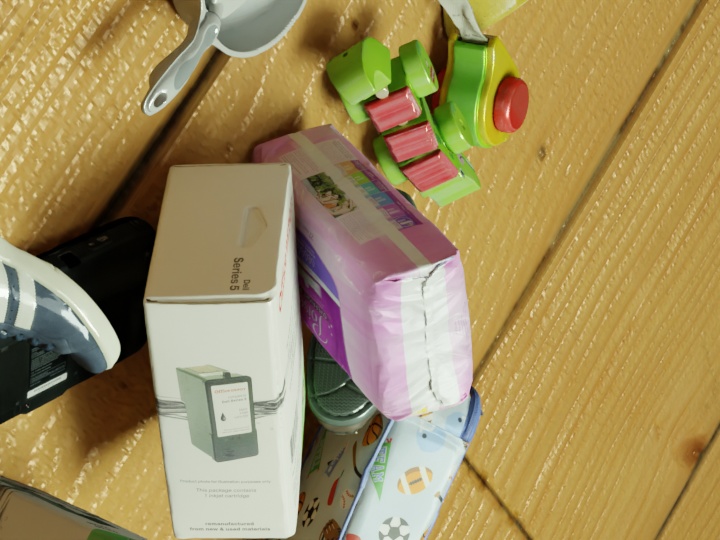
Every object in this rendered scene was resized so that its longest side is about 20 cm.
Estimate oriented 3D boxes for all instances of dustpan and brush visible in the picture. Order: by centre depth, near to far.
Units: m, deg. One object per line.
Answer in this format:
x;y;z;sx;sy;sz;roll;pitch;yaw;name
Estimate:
-0.088;-0.170;1.349;0.200;0.057;0.140;-49;142;-26;dustpan and brush

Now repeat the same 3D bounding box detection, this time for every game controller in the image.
-0.200;0.038;1.341;0.199;0.042;0.105;-27;144;-44;game controller

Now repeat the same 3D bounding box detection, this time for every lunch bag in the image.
0.009;0.145;1.590;0.075;0.160;0.201;29;87;-19;lunch bag

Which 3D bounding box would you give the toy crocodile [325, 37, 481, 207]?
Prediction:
0.034;-0.102;1.537;0.067;0.062;0.200;-21;143;12;toy crocodile

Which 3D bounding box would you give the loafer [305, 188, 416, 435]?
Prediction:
0.009;0.036;1.557;0.063;0.071;0.201;82;18;-56;loafer

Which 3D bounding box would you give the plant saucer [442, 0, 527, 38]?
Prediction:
0.134;-0.291;1.606;0.200;0.048;0.201;-39;138;-36;plant saucer

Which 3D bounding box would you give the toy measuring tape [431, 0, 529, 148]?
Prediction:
0.076;-0.141;1.581;0.074;0.073;0.200;-61;151;-11;toy measuring tape

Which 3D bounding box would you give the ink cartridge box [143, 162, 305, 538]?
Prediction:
-0.083;0.051;1.393;0.146;0.083;0.201;-87;175;-52;ink cartridge box

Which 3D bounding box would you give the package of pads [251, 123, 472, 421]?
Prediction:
0.000;0.000;1.441;0.075;0.200;0.121;-18;126;-21;package of pads

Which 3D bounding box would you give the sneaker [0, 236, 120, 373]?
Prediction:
-0.225;0.016;1.229;0.200;0.075;0.085;41;73;-31;sneaker

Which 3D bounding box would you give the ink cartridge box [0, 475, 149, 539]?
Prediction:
-0.176;0.189;1.306;0.146;0.199;0.085;33;78;-56;ink cartridge box
